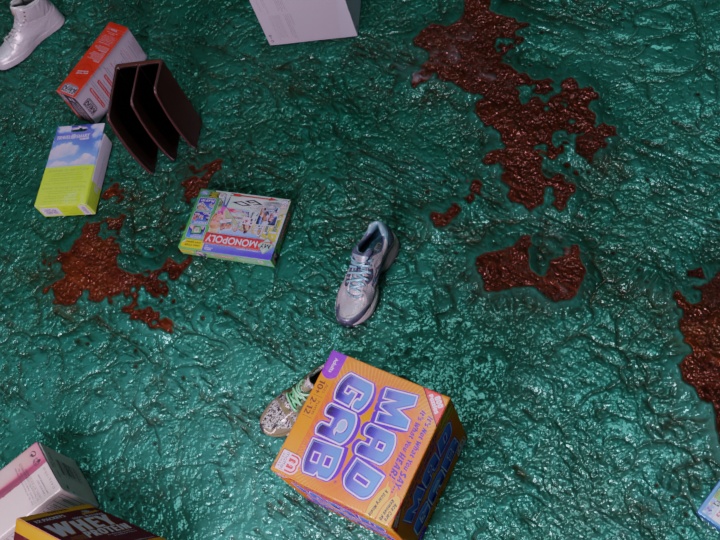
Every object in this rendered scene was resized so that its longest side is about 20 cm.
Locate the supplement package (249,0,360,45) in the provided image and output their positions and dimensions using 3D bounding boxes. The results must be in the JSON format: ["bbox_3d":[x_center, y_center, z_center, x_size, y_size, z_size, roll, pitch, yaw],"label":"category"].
[{"bbox_3d":[-0.117,-0.596,1.811,0.199,0.191,0.148,-2,63,13],"label":"supplement package"}]

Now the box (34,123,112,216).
[{"bbox_3d":[-0.599,-0.212,1.826,0.121,0.048,0.201,-2,63,14],"label":"box"}]

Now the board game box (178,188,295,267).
[{"bbox_3d":[-0.238,-0.084,1.673,0.199,0.029,0.135,8,65,19],"label":"board game box"}]

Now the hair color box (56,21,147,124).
[{"bbox_3d":[-0.562,-0.431,1.899,0.061,0.102,0.201,22,70,24],"label":"hair color box"}]

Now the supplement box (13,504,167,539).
[{"bbox_3d":[-0.415,0.484,1.301,0.197,0.133,0.201,10,92,34],"label":"supplement box"}]

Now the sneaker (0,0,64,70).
[{"bbox_3d":[-0.801,-0.570,2.029,0.074,0.116,0.200,40,80,27],"label":"sneaker"}]

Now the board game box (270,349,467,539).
[{"bbox_3d":[0.021,0.275,1.316,0.199,0.200,0.200,20,69,23],"label":"board game box"}]

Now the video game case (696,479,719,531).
[{"bbox_3d":[0.602,0.351,1.224,0.200,0.018,0.143,37,78,28],"label":"video game case"}]

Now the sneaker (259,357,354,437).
[{"bbox_3d":[-0.090,0.200,1.450,0.200,0.089,0.077,-35,60,-4],"label":"sneaker"}]

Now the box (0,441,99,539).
[{"bbox_3d":[-0.566,0.403,1.451,0.200,0.128,0.109,-38,59,-7],"label":"box"}]

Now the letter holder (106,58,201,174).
[{"bbox_3d":[-0.409,-0.297,1.730,0.100,0.200,0.143,-3,63,13],"label":"letter holder"}]

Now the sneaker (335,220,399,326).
[{"bbox_3d":[0.000,0.000,1.530,0.077,0.086,0.201,14,67,22],"label":"sneaker"}]
